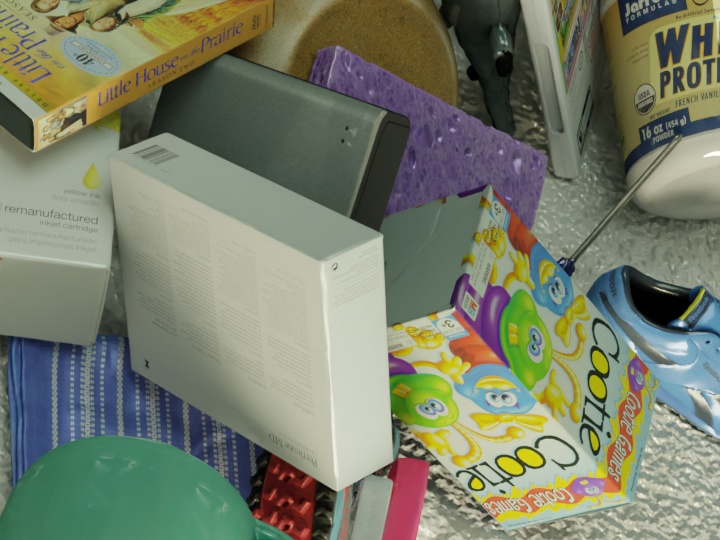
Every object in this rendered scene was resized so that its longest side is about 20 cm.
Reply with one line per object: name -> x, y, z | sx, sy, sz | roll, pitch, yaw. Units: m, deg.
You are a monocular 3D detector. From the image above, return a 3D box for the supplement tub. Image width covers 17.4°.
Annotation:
supplement tub -> 0.251, -0.152, 1.701 | 0.144, 0.144, 0.201 | 0, 70, -23

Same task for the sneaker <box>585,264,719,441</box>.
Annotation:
sneaker -> 0.245, 0.061, 1.620 | 0.199, 0.079, 0.066 | 29, 49, -5

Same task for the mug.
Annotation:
mug -> -0.119, 0.172, 1.342 | 0.184, 0.152, 0.115 | 26, 49, -14

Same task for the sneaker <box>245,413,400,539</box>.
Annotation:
sneaker -> -0.009, 0.114, 1.456 | 0.095, 0.079, 0.201 | 26, 54, -35

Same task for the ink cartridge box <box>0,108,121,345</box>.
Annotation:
ink cartridge box -> -0.226, -0.064, 1.478 | 0.144, 0.084, 0.201 | 7, 51, -10

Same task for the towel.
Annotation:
towel -> -0.122, 0.104, 1.467 | 0.199, 0.024, 0.145 | 7, 57, -19

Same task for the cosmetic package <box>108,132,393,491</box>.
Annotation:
cosmetic package -> -0.066, 0.021, 1.384 | 0.052, 0.152, 0.200 | -23, 34, -36

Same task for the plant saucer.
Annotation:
plant saucer -> -0.003, -0.117, 1.583 | 0.199, 0.035, 0.202 | -5, 98, -36

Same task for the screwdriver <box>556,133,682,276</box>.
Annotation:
screwdriver -> 0.154, -0.019, 1.610 | 0.028, 0.029, 0.200 | 43, 79, -17

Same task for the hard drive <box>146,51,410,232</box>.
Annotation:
hard drive -> -0.064, -0.055, 1.472 | 0.033, 0.140, 0.200 | 11, 8, -45

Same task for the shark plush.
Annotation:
shark plush -> 0.082, -0.167, 1.636 | 0.090, 0.201, 0.084 | -9, 46, -16

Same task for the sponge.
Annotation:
sponge -> 0.036, -0.060, 1.571 | 0.199, 0.030, 0.112 | 24, 75, -34

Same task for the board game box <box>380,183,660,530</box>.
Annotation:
board game box -> 0.087, 0.058, 1.479 | 0.200, 0.103, 0.105 | 47, 44, -31

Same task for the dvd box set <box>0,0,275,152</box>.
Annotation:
dvd box set -> -0.174, -0.161, 1.483 | 0.200, 0.030, 0.146 | -31, 55, -33

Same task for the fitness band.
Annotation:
fitness band -> 0.008, 0.203, 1.379 | 0.037, 0.144, 0.201 | 10, 53, 6

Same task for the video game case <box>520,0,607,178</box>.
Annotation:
video game case -> 0.155, -0.201, 1.703 | 0.022, 0.183, 0.201 | 4, 50, 18
